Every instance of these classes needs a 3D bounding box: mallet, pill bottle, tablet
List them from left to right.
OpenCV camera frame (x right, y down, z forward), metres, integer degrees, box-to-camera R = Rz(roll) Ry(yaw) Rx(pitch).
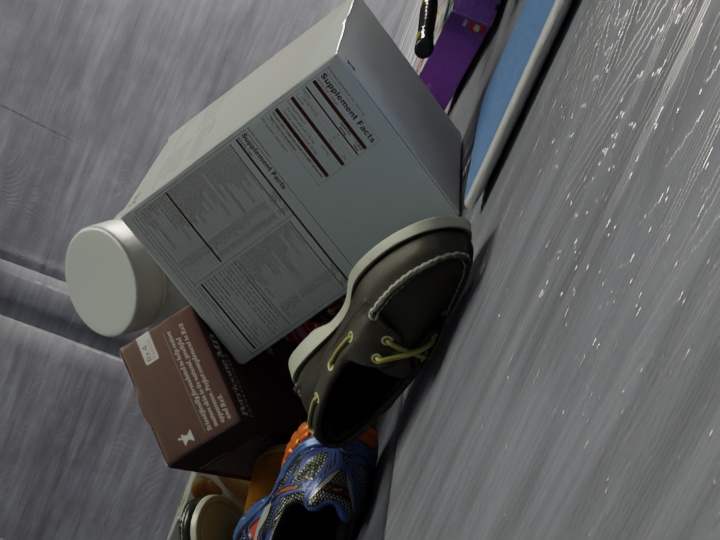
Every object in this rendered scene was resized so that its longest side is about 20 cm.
[{"bbox_3d":[-0.152,-0.012,1.432,0.199,0.113,0.114,-18,-41,-47],"label":"pill bottle"},{"bbox_3d":[0.057,-0.229,1.391,0.201,0.041,0.066,-78,11,-46],"label":"mallet"},{"bbox_3d":[0.108,-0.147,1.027,0.131,0.014,0.201,-76,6,-50],"label":"tablet"}]

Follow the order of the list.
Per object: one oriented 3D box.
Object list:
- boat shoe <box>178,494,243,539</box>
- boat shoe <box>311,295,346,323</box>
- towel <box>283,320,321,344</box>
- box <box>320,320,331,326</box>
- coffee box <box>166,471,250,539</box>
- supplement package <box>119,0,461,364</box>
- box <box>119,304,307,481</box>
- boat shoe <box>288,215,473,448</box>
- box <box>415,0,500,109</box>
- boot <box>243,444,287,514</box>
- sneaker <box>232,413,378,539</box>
[{"bbox_3d":[-0.122,0.240,1.335,0.200,0.066,0.075,64,-137,-55],"label":"boat shoe"},{"bbox_3d":[0.000,0.000,1.330,0.070,0.071,0.199,-45,15,-27],"label":"boat shoe"},{"bbox_3d":[-0.034,0.042,1.473,0.145,0.022,0.201,61,-144,-45],"label":"towel"},{"bbox_3d":[0.019,-0.024,1.394,0.042,0.038,0.201,57,133,52],"label":"box"},{"bbox_3d":[-0.096,0.186,1.482,0.201,0.113,0.080,-75,7,-46],"label":"coffee box"},{"bbox_3d":[-0.044,-0.072,1.227,0.199,0.147,0.192,-34,16,17],"label":"supplement package"},{"bbox_3d":[-0.093,0.100,1.255,0.075,0.101,0.200,-32,-21,16],"label":"box"},{"bbox_3d":[0.018,0.041,1.007,0.201,0.071,0.061,-53,43,48],"label":"boat shoe"},{"bbox_3d":[0.094,-0.233,1.437,0.200,0.039,0.138,120,170,-70],"label":"box"},{"bbox_3d":[-0.062,0.229,1.232,0.202,0.070,0.145,107,175,-59],"label":"boot"},{"bbox_3d":[-0.047,0.188,1.121,0.079,0.075,0.201,-81,9,-53],"label":"sneaker"}]
